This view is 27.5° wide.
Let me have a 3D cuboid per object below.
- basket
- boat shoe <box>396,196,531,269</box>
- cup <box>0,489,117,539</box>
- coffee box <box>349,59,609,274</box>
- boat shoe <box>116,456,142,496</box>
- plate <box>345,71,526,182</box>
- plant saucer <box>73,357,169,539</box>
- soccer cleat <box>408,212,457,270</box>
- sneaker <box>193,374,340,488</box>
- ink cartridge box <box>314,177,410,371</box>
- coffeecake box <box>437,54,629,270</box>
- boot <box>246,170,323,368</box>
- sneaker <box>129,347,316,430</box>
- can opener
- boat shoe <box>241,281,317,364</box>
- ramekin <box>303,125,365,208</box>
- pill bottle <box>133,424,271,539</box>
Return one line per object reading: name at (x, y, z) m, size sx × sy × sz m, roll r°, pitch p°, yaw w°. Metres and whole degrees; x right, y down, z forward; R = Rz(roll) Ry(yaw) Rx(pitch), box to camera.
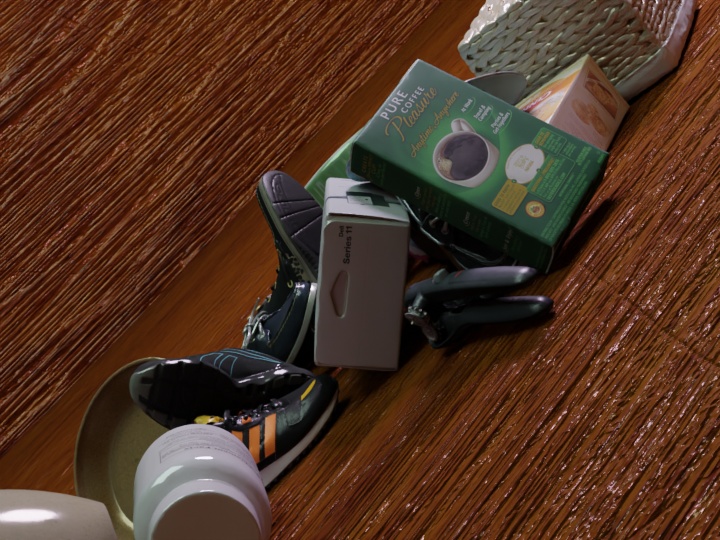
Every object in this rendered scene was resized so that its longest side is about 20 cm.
basket at (0.231, -0.257, 1.576) m, size 0.197 × 0.161 × 0.201 m, roll -35°, pitch 14°, yaw 32°
boat shoe at (0.085, -0.053, 1.323) m, size 0.072 × 0.067 × 0.200 m, roll -56°, pitch 41°, yaw 15°
cup at (-0.293, 0.287, 1.366) m, size 0.141 × 0.203 × 0.200 m, roll -15°, pitch 2°, yaw -17°
coffee box at (0.103, -0.093, 1.277) m, size 0.123 × 0.198 × 0.044 m, roll -55°, pitch -15°, yaw -32°
boat shoe at (-0.184, 0.209, 1.554) m, size 0.200 × 0.076 × 0.074 m, roll -49°, pitch -25°, yaw 17°
plate at (0.078, -0.131, 1.438) m, size 0.198 × 0.026 × 0.200 m, roll -25°, pitch -13°, yaw -6°
plant saucer at (-0.211, 0.192, 1.504) m, size 0.200 × 0.202 × 0.035 m, roll -39°, pitch -30°, yaw 22°
soccer cleat at (0.074, -0.055, 1.556) m, size 0.070 × 0.086 × 0.200 m, roll -43°, pitch 10°, yaw -4°
sneaker at (-0.108, 0.156, 1.380) m, size 0.200 × 0.090 × 0.070 m, roll -45°, pitch 10°, yaw -9°
ink cartridge box at (0.000, 0.000, 1.429) m, size 0.200 × 0.082 × 0.149 m, roll -92°, pitch 6°, yaw -76°
coffeecake box at (0.164, -0.104, 1.444) m, size 0.153 × 0.073 × 0.200 m, roll -34°, pitch 14°, yaw 39°
boot at (-0.087, 0.011, 1.630) m, size 0.073 × 0.205 × 0.154 m, roll -18°, pitch -17°, yaw -49°
sneaker at (-0.138, 0.115, 1.437) m, size 0.079 × 0.198 × 0.076 m, roll 36°, pitch 113°, yaw 55°
can opener at (0.095, 0.021, 1.223) m, size 0.079 × 0.064 × 0.200 m, roll -46°, pitch 10°, yaw -20°
boat shoe at (-0.101, 0.083, 1.560) m, size 0.075 × 0.061 × 0.201 m, roll -70°, pitch 7°, yaw -49°
ramekin at (0.011, -0.102, 1.824) m, size 0.200 × 0.098 × 0.200 m, roll -43°, pitch -6°, yaw -5°
pill bottle at (-0.131, 0.201, 1.214) m, size 0.114 × 0.115 × 0.200 m, roll -43°, pitch 10°, yaw -2°
